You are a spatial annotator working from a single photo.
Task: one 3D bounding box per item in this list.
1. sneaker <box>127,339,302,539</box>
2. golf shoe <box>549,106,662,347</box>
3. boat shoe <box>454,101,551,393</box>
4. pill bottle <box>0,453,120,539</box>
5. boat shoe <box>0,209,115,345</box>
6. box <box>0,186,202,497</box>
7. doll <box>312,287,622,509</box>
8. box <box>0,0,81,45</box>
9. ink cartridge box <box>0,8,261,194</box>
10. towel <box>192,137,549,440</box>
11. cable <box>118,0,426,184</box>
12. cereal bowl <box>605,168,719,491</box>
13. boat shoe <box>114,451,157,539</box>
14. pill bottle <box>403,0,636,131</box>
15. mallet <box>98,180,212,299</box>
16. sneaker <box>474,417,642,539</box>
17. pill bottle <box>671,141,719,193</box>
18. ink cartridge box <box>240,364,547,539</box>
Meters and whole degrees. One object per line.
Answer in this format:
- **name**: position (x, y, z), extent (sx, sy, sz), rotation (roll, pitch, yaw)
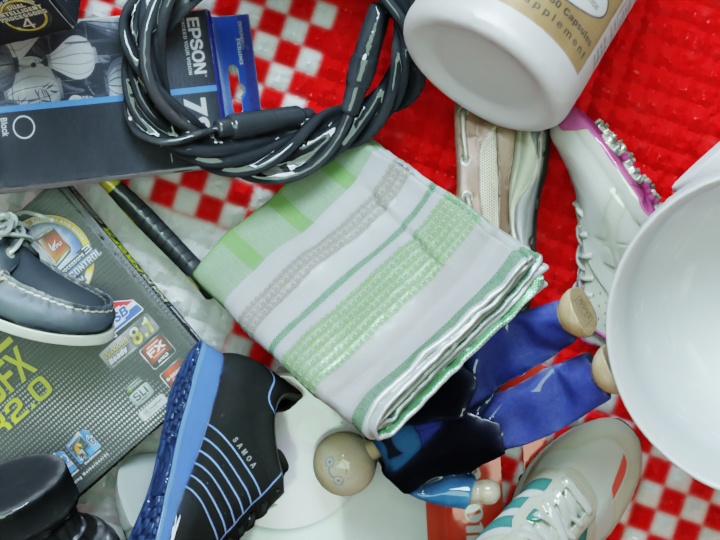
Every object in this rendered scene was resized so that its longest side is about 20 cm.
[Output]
- **sneaker**: position (-0.088, 0.141, 1.305), extent (0.077, 0.070, 0.202), rotation (22, 63, -15)
- **golf shoe**: position (0.161, -0.003, 1.365), extent (0.091, 0.075, 0.201), rotation (-30, 98, 11)
- **boat shoe**: position (0.075, -0.020, 1.379), extent (0.071, 0.076, 0.202), rotation (7, 83, 7)
- **pill bottle**: position (-0.183, 0.219, 1.334), extent (0.111, 0.112, 0.202), rotation (-19, 109, 1)
- **boat shoe**: position (-0.236, -0.013, 1.340), extent (0.198, 0.075, 0.062), rotation (23, 102, 11)
- **box**: position (-0.211, 0.067, 1.395), extent (0.200, 0.044, 0.161), rotation (-40, 90, 1)
- **doll**: position (0.057, 0.079, 1.327), extent (0.199, 0.048, 0.137), rotation (-29, 97, 19)
- **box**: position (-0.233, -0.219, 1.324), extent (0.160, 0.049, 0.202), rotation (-10, 55, 23)
- **ink cartridge box**: position (-0.147, -0.106, 1.356), extent (0.198, 0.039, 0.101), rotation (-9, 90, -25)
- **towel**: position (0.000, 0.000, 1.326), extent (0.149, 0.031, 0.200), rotation (-43, 48, -10)
- **cable**: position (-0.054, -0.135, 1.344), extent (0.199, 0.051, 0.164), rotation (-35, 114, -4)
- **cereal bowl**: position (0.245, 0.028, 1.265), extent (0.198, 0.083, 0.202), rotation (5, 105, 18)
- **boat shoe**: position (-0.104, 0.198, 1.353), extent (0.070, 0.201, 0.064), rotation (-4, 133, -32)
- **pill bottle**: position (0.120, -0.195, 1.333), extent (0.114, 0.114, 0.201), rotation (31, 70, 1)
- **mallet**: position (-0.160, -0.058, 1.383), extent (0.200, 0.066, 0.041), rotation (45, 82, 0)
- **sneaker**: position (0.110, 0.173, 1.349), extent (0.200, 0.093, 0.070), rotation (-43, 99, -10)
- **pill bottle**: position (0.287, -0.003, 1.349), extent (0.112, 0.112, 0.200), rotation (-41, 89, 1)
- **ink cartridge box**: position (0.020, 0.141, 1.388), extent (0.198, 0.057, 0.164), rotation (-3, 90, 6)
